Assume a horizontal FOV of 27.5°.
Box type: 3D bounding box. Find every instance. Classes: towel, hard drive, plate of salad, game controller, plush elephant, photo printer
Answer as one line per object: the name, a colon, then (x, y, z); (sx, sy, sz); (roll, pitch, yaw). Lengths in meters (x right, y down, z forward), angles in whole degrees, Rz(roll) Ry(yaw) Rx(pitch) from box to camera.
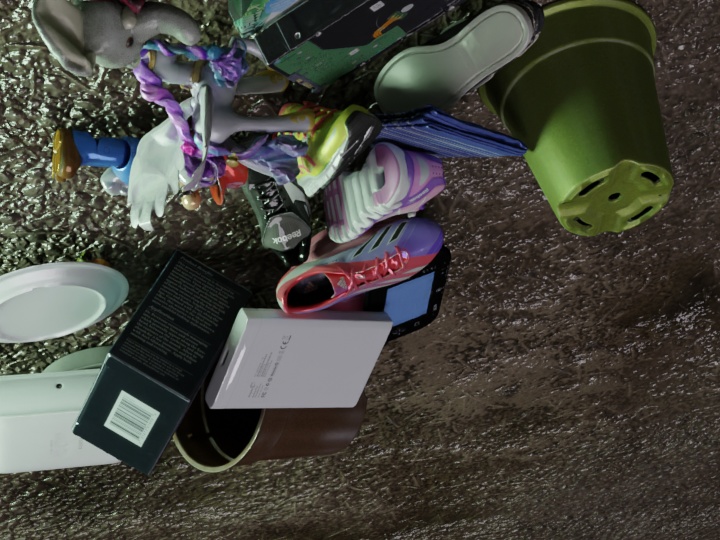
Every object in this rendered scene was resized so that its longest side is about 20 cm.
towel: (0.060, -0.142, 1.527); (0.144, 0.024, 0.199); (13, 175, -37)
hard drive: (-0.070, 0.103, 1.707); (0.199, 0.027, 0.133); (3, 124, -35)
plate of salad: (-0.368, 0.030, 1.703); (0.198, 0.048, 0.200); (-15, 157, -6)
game controller: (0.053, 0.031, 1.766); (0.103, 0.042, 0.200); (-12, 153, -10)
hard drive: (0.011, -0.243, 1.375); (0.199, 0.038, 0.140); (-32, 166, 14)
plush elephant: (-0.200, -0.239, 1.234); (0.198, 0.165, 0.156); (-8, 108, 16)
photo printer: (-0.365, 0.189, 1.854); (0.198, 0.070, 0.167); (-3, 147, -16)

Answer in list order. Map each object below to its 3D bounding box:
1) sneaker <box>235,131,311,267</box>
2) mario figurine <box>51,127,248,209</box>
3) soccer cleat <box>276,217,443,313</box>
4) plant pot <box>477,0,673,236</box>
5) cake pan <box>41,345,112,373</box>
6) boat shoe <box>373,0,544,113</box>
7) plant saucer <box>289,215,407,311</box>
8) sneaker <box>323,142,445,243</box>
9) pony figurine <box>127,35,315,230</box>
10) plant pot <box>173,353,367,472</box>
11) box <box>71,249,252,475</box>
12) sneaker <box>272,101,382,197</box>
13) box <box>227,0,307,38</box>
sneaker: (-0.089, -0.071, 1.608); (0.066, 0.091, 0.200); (-16, 148, 3)
mario figurine: (-0.213, -0.095, 1.502); (0.198, 0.124, 0.107); (2, 125, -15)
soccer cleat: (0.000, 0.000, 1.630); (0.199, 0.077, 0.067); (-20, 105, 8)
plant pot: (0.237, -0.145, 1.525); (0.198, 0.191, 0.201); (-9, 147, -6)
cake pan: (-0.334, 0.158, 1.921); (0.198, 0.037, 0.201); (-9, 148, -6)
boat shoe: (0.099, -0.215, 1.487); (0.199, 0.074, 0.060); (-31, -178, 37)
plant saucer: (0.002, -0.007, 1.765); (0.199, 0.051, 0.201); (-14, 152, -7)
sneaker: (0.027, -0.083, 1.612); (0.088, 0.081, 0.200); (-6, 169, -29)
pony figurine: (-0.143, -0.143, 1.393); (0.199, 0.195, 0.166); (8, 159, -34)
plant pot: (-0.110, 0.159, 1.875); (0.197, 0.201, 0.200); (10, 142, -44)
box: (-0.227, 0.104, 1.694); (0.107, 0.200, 0.149); (30, 130, -3)
sneaker: (-0.046, -0.134, 1.479); (0.078, 0.090, 0.200); (-44, -175, -20)
box: (-0.047, -0.285, 1.267); (0.144, 0.037, 0.200); (-27, 164, -11)
